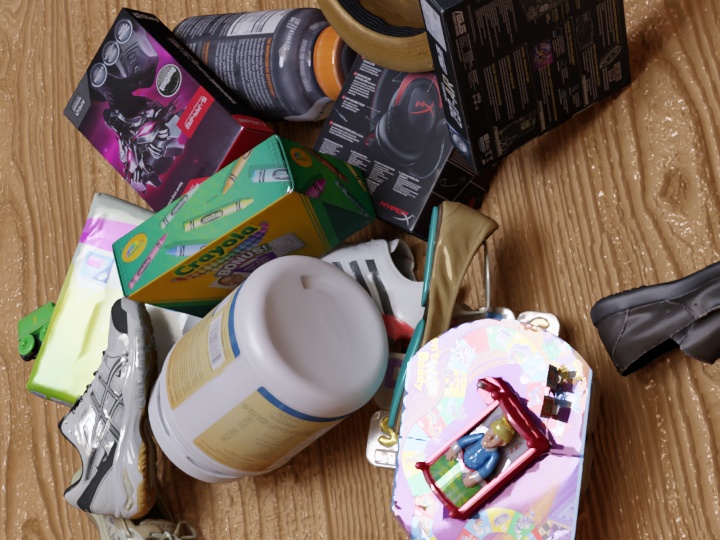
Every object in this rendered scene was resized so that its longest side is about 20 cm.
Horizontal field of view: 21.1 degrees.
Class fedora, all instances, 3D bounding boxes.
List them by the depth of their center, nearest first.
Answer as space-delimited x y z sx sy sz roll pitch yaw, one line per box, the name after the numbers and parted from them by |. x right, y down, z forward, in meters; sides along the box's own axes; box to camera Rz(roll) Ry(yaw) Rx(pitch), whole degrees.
0.044 -0.267 1.648 0.200 0.082 0.201 20 123 34 | fedora

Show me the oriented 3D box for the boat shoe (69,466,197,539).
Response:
-0.201 0.231 1.769 0.063 0.073 0.200 -54 51 12 | boat shoe

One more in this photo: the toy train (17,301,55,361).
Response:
-0.262 0.032 1.908 0.200 0.042 0.057 -30 48 25 | toy train

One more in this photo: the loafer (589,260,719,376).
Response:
0.275 0.037 1.496 0.200 0.073 0.072 -19 73 36 | loafer

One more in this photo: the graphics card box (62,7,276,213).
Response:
-0.179 -0.136 1.781 0.200 0.051 0.126 46 114 30 | graphics card box

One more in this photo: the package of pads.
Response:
-0.204 0.046 1.807 0.154 0.068 0.201 19 85 10 | package of pads

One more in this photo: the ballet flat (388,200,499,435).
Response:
0.072 0.042 1.588 0.063 0.069 0.201 13 82 -1 | ballet flat

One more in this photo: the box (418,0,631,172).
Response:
0.136 -0.189 1.555 0.160 0.200 0.044 -31 54 -9 | box

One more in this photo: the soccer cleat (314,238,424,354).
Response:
0.000 0.000 1.711 0.200 0.069 0.085 32 86 36 | soccer cleat

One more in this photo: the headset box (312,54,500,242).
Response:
0.057 -0.137 1.706 0.148 0.075 0.201 25 90 39 | headset box

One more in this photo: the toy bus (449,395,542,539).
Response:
0.115 0.202 1.531 0.078 0.065 0.201 0 82 27 | toy bus

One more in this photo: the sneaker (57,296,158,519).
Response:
-0.228 0.121 1.726 0.087 0.076 0.201 1 85 6 | sneaker

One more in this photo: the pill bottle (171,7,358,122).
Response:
-0.081 -0.191 1.807 0.199 0.106 0.107 2 75 37 | pill bottle

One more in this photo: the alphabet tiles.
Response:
0.099 0.126 1.596 0.199 0.015 0.196 6 83 28 | alphabet tiles

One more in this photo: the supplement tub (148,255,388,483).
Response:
-0.083 0.090 1.658 0.200 0.144 0.145 -39 52 46 | supplement tub

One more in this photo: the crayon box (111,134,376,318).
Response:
-0.102 -0.034 1.669 0.200 0.119 0.058 -31 62 28 | crayon box

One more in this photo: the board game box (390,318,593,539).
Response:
0.093 0.134 1.492 0.157 0.039 0.201 4 83 27 | board game box
